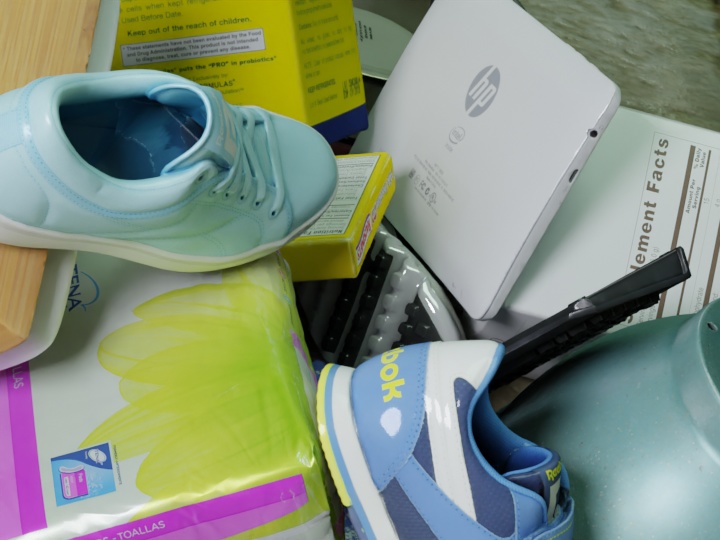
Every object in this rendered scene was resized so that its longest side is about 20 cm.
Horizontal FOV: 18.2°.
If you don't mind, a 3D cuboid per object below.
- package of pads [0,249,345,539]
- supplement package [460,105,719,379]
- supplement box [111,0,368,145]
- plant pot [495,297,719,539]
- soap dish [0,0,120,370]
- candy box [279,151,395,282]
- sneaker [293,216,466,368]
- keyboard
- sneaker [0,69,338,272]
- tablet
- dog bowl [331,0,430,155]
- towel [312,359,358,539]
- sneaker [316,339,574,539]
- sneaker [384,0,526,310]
[{"bbox_3d":[-0.092,0.059,0.957,0.154,0.068,0.200,-16,36,-2],"label":"package of pads"},{"bbox_3d":[0.163,0.003,1.147,0.200,0.121,0.120,15,74,-3],"label":"supplement package"},{"bbox_3d":[-0.073,-0.158,1.146,0.109,0.201,0.109,-5,9,17],"label":"supplement box"},{"bbox_3d":[0.159,0.096,0.987,0.200,0.134,0.201,23,37,-18],"label":"plant pot"},{"bbox_3d":[-0.188,-0.044,0.968,0.081,0.157,0.200,34,51,-38],"label":"soap dish"},{"bbox_3d":[-0.089,-0.021,1.107,0.199,0.026,0.102,-4,28,15],"label":"candy box"},{"bbox_3d":[0.000,0.000,1.165,0.081,0.075,0.200,10,23,-42],"label":"sneaker"},{"bbox_3d":[0.073,0.037,1.007,0.127,0.200,0.021,-25,86,-43],"label":"keyboard"},{"bbox_3d":[-0.069,-0.043,0.911,0.200,0.082,0.074,-5,79,-46],"label":"sneaker"},{"bbox_3d":[0.055,-0.069,1.129,0.014,0.130,0.200,23,14,-29],"label":"tablet"},{"bbox_3d":[-0.004,-0.133,1.384,0.200,0.074,0.200,14,31,-9],"label":"dog bowl"},{"bbox_3d":[0.004,0.111,1.032,0.200,0.024,0.145,37,33,28],"label":"towel"},{"bbox_3d":[0.054,0.118,0.901,0.082,0.200,0.074,-23,10,10],"label":"sneaker"},{"bbox_3d":[0.050,-0.071,1.237,0.115,0.075,0.200,-9,75,-33],"label":"sneaker"}]
